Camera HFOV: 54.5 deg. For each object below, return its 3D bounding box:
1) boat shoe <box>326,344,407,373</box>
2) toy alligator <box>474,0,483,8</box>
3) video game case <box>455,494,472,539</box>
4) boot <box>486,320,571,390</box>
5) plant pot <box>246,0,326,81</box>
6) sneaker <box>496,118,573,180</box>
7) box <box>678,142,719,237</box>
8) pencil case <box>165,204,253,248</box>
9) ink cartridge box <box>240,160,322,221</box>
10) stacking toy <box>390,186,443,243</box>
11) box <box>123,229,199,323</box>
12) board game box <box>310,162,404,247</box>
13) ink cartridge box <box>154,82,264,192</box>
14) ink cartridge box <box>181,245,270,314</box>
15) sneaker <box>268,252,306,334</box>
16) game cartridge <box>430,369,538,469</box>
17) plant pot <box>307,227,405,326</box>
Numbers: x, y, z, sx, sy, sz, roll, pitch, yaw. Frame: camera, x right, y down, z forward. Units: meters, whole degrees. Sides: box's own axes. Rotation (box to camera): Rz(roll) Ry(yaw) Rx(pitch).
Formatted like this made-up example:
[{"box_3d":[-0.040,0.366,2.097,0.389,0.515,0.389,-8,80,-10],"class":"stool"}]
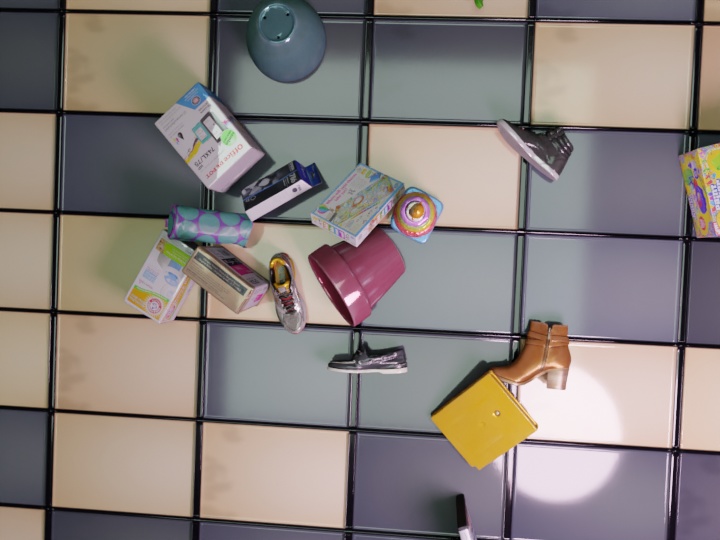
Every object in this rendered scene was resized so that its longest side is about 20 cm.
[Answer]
[{"box_3d":[0.016,0.215,1.703,0.195,0.075,0.068,0,89,4],"class":"boat shoe"},{"box_3d":[0.265,-0.724,1.672,0.054,0.059,0.203,-19,88,-37],"class":"toy alligator"},{"box_3d":[0.261,0.646,1.632,0.025,0.200,0.184,-17,90,7],"class":"video game case"},{"box_3d":[0.404,0.199,1.681,0.196,0.074,0.158,4,85,5],"class":"boot"},{"box_3d":[-0.187,-0.568,1.667,0.196,0.135,0.204,0,92,4],"class":"plant pot"},{"box_3d":[0.420,-0.315,1.663,0.199,0.071,0.100,40,92,-4],"class":"sneaker"},{"box_3d":[0.863,-0.196,1.603,0.189,0.122,0.204,-14,90,6],"class":"box"},{"box_3d":[-0.362,-0.106,1.680,0.197,0.092,0.087,6,94,-28],"class":"pencil case"},{"box_3d":[-0.194,-0.204,1.698,0.198,0.100,0.039,-28,130,3],"class":"ink cartridge box"},{"box_3d":[0.128,-0.133,1.621,0.108,0.200,0.118,28,94,3],"class":"stacking toy"},{"box_3d":[-0.473,0.016,1.721,0.111,0.101,0.202,31,94,4],"class":"box"},{"box_3d":[-0.004,-0.158,1.642,0.133,0.035,0.200,29,59,23],"class":"board game box"},{"box_3d":[-0.357,-0.313,1.681,0.146,0.146,0.201,-41,89,5],"class":"ink cartridge box"},{"box_3d":[-0.312,0.017,1.659,0.164,0.200,0.076,36,95,2],"class":"ink cartridge box"},{"box_3d":[-0.187,0.058,1.710,0.076,0.082,0.204,-17,91,5],"class":"sneaker"},{"box_3d":[0.294,0.362,1.677,0.200,0.032,0.177,-42,88,27],"class":"game cartridge"},{"box_3d":[0.000,0.000,1.651,0.178,0.200,0.202,-34,89,-12],"class":"plant pot"}]
